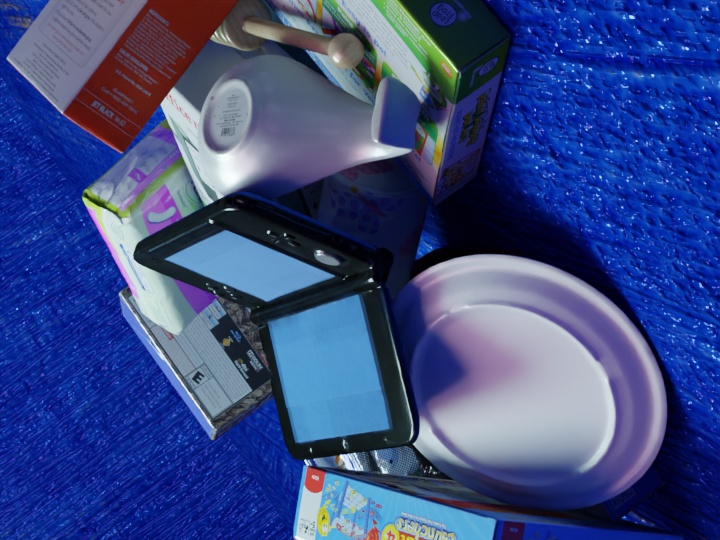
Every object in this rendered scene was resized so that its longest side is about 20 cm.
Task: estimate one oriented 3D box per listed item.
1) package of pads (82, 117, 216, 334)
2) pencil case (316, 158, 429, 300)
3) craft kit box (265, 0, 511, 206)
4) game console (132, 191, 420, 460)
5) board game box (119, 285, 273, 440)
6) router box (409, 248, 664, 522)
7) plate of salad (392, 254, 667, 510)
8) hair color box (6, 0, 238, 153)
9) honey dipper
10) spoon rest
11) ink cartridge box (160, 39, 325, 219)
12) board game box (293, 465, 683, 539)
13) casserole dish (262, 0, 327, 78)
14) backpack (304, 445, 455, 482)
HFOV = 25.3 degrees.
[{"bbox_3d":[-0.129,-0.068,1.365,0.068,0.200,0.155,28,152,37],"label":"package of pads"},{"bbox_3d":[0.000,0.000,1.179,0.091,0.083,0.200,-77,-2,-56],"label":"pencil case"},{"bbox_3d":[0.008,-0.161,1.008,0.200,0.048,0.198,52,169,15],"label":"craft kit box"},{"bbox_3d":[-0.063,0.044,1.097,0.170,0.119,0.200,23,160,-23],"label":"game console"},{"bbox_3d":[-0.106,0.039,1.542,0.160,0.200,0.097,55,168,6],"label":"board game box"},{"bbox_3d":[0.118,0.078,1.183,0.200,0.049,0.179,58,167,-10],"label":"router box"},{"bbox_3d":[0.107,0.072,1.058,0.200,0.048,0.201,13,124,20],"label":"plate of salad"},{"bbox_3d":[-0.148,-0.194,1.117,0.064,0.200,0.111,34,-175,-42],"label":"hair color box"},{"bbox_3d":[-0.051,-0.159,1.065,0.200,0.038,0.038,25,147,58],"label":"honey dipper"},{"bbox_3d":[-0.033,-0.090,1.006,0.061,0.100,0.200,16,173,-41],"label":"spoon rest"},{"bbox_3d":[-0.074,-0.082,1.228,0.146,0.084,0.200,43,161,40],"label":"ink cartridge box"},{"bbox_3d":[0.090,0.190,1.140,0.200,0.056,0.196,13,177,-41],"label":"board game box"},{"bbox_3d":[-0.037,-0.139,1.230,0.200,0.039,0.121,59,166,-11],"label":"casserole dish"},{"bbox_3d":[0.015,0.105,1.365,0.200,0.154,0.191,7,-118,-82],"label":"backpack"}]
